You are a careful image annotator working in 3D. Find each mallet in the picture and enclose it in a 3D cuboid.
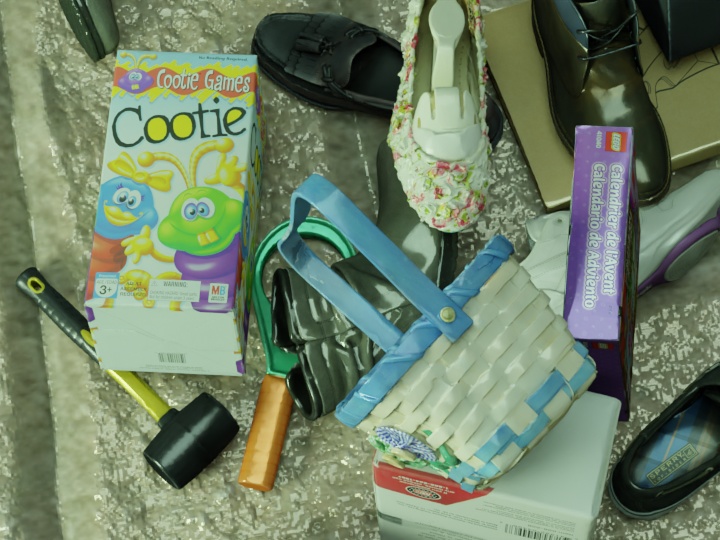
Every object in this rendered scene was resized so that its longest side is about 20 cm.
[{"bbox_3d":[-0.164,0.062,1.667,0.066,0.041,0.200,-36,70,-10],"label":"mallet"}]

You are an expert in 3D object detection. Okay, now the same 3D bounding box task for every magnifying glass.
[{"bbox_3d":[-0.052,0.057,1.670,0.079,0.022,0.201,11,74,6],"label":"magnifying glass"}]

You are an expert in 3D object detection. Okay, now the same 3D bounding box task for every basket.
[{"bbox_3d":[0.032,0.032,1.387,0.139,0.176,0.200,-43,84,-10],"label":"basket"}]

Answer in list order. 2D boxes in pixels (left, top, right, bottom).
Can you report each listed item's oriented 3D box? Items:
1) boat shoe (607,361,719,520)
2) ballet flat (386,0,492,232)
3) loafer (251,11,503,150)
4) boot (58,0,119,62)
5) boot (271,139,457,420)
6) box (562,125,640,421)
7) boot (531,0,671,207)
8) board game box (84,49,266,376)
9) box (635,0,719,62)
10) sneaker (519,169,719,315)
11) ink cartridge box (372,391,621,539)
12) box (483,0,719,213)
[{"bbox_3d":[0.254,0.098,1.625,0.200,0.057,0.069,-40,75,-10],"label":"boat shoe"},{"bbox_3d":[0.055,-0.124,1.632,0.075,0.064,0.201,-1,59,-4],"label":"ballet flat"},{"bbox_3d":[0.013,-0.145,1.710,0.199,0.063,0.072,24,74,9],"label":"loafer"},{"bbox_3d":[-0.174,-0.263,1.758,0.130,0.068,0.201,-15,73,-9],"label":"boot"},{"bbox_3d":[0.000,0.000,1.638,0.130,0.068,0.201,-3,73,-19],"label":"boot"},{"bbox_3d":[0.156,0.006,1.512,0.039,0.200,0.138,2,73,9],"label":"box"},{"bbox_3d":[0.165,-0.145,1.650,0.074,0.097,0.201,-19,62,-5],"label":"boot"},{"bbox_3d":[-0.126,-0.041,1.644,0.104,0.103,0.201,2,62,3],"label":"board game box"},{"bbox_3d":[0.271,-0.284,1.696,0.197,0.124,0.201,-19,56,-5],"label":"box"},{"bbox_3d":[0.174,-0.021,1.658,0.200,0.075,0.100,-36,70,-11],"label":"sneaker"},{"bbox_3d":[0.087,0.135,1.546,0.143,0.200,0.084,13,69,6],"label":"ink cartridge box"},{"bbox_3d":[0.200,-0.143,1.716,0.199,0.021,0.164,-19,65,-4],"label":"box"}]
